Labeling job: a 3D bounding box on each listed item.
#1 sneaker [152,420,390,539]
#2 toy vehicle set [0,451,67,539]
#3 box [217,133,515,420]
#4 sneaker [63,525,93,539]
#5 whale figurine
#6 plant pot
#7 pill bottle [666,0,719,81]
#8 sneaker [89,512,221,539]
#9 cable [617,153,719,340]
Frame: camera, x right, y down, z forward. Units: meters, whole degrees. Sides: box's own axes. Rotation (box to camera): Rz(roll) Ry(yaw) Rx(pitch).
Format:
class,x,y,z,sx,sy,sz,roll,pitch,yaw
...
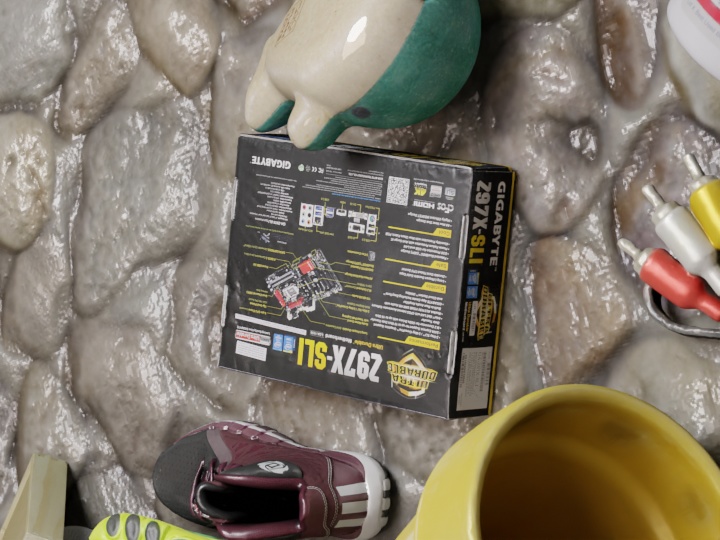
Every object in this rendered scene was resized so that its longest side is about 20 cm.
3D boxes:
class,x,y,z,sx,sy,sz,roll,pitch,yaw
sneaker,-0.087,0.140,1.600,0.200,0.115,0.076,0,90,39
toy vehicle set,-0.260,0.244,1.752,0.124,0.026,0.200,-101,33,-66
box,0.000,0.000,1.571,0.200,0.049,0.160,10,99,39
sneaker,-0.177,0.288,1.710,0.200,0.074,0.116,51,122,38
whale figurine,0.002,-0.136,1.546,0.200,0.104,0.159,-27,39,56
plant pot,0.097,0.191,1.411,0.189,0.200,0.201,-39,66,49
pill bottle,0.263,-0.187,1.311,0.112,0.112,0.200,49,119,28
sneaker,-0.087,0.214,1.634,0.200,0.084,0.074,22,83,19
cable,0.223,0.030,1.385,0.200,0.050,0.097,50,121,29
